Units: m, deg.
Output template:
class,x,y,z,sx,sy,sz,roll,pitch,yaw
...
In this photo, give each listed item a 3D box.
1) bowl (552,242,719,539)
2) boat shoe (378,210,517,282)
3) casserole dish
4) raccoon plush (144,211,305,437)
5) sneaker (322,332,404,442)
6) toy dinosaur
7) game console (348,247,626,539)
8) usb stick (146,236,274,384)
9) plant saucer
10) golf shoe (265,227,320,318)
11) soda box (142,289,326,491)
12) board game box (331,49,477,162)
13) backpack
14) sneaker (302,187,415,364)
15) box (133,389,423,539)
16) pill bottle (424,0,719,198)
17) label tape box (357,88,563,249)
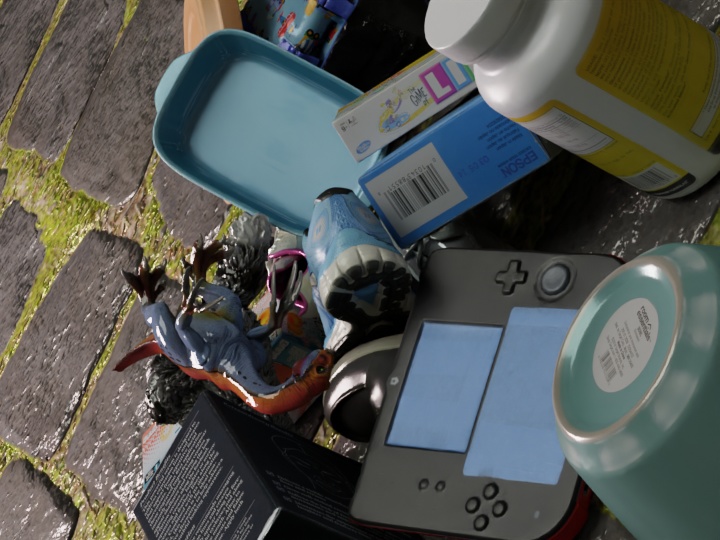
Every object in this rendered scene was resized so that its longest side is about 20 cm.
class,x,y,z,sx,sy,sz,roll,pitch,yaw
bowl,0.185,0.065,1.432,0.201,0.105,0.201,-43,33,37
boat shoe,0.056,-0.015,1.786,0.070,0.071,0.201,-58,26,12
casserole dish,-0.063,-0.100,1.886,0.121,0.200,0.039,-61,-19,-2
raccoon plush,-0.074,0.074,1.836,0.134,0.097,0.200,28,117,23
sneaker,0.033,0.104,1.714,0.200,0.075,0.106,-28,42,49
toy dinosaur,-0.087,0.054,1.737,0.182,0.105,0.200,58,150,35
game console,0.087,0.080,1.610,0.177,0.031,0.200,5,68,36
usb stick,-0.114,0.034,2.018,0.055,0.033,0.200,-36,10,36
plant saucer,-0.117,-0.153,2.026,0.200,0.032,0.201,173,90,-81
golf shoe,-0.042,-0.020,1.922,0.200,0.091,0.075,-140,36,-59
soda box,-0.093,0.103,1.967,0.200,0.064,0.068,-49,29,30
board game box,0.074,-0.148,1.769,0.200,0.034,0.134,-32,6,5
backpack,-0.036,-0.162,2.029,0.200,0.134,0.183,-57,25,21
sneaker,0.000,0.000,1.744,0.200,0.078,0.090,89,163,-68
box,-0.049,0.189,1.704,0.107,0.148,0.200,-59,25,9
pill bottle,0.144,-0.133,1.581,0.112,0.200,0.112,-42,33,36
label tape box,0.107,-0.104,1.736,0.144,0.063,0.200,-31,5,37
